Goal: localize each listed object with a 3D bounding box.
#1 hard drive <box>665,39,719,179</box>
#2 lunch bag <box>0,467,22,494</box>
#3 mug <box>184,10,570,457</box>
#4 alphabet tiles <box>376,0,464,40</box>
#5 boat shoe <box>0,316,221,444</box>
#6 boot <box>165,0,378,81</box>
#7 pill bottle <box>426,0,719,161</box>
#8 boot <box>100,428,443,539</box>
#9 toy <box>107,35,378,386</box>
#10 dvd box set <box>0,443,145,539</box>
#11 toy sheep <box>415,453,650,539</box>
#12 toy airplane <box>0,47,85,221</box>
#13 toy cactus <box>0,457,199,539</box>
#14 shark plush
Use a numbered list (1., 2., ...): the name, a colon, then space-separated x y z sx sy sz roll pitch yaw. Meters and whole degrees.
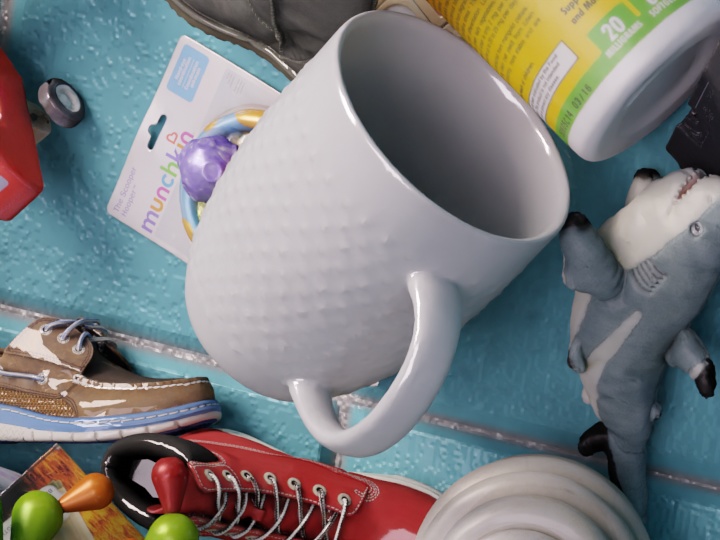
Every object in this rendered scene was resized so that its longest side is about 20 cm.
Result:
1. hard drive: 0.235 -0.020 1.304 0.038 0.140 0.200 -35 76 -16
2. lunch bag: -0.266 0.161 1.541 0.200 0.170 0.127 13 82 25
3. mug: 0.000 0.000 1.351 0.175 0.147 0.200 -46 40 33
4. alphabet tiles: 0.077 -0.183 1.429 0.200 0.008 0.167 -42 77 24
5. boat shoe: -0.173 0.063 1.546 0.199 0.072 0.073 -3 87 23
6. boot: -0.049 -0.176 1.386 0.182 0.200 0.073 33 75 18
7. pill bottle: 0.086 -0.160 1.361 0.200 0.111 0.111 47 113 14
8. boot: -0.034 0.134 1.441 0.200 0.144 0.073 17 92 20
9. toy: -0.053 -0.033 1.488 0.200 0.047 0.115 31 107 20
10. dvd box set: -0.144 0.212 1.407 0.146 0.029 0.200 -42 86 -12
11. toy sheep: 0.086 0.159 1.361 0.137 0.200 0.138 1 98 4
12. toy airplane: -0.258 -0.140 1.526 0.199 0.141 0.201 14 102 25
13. toy cactus: -0.166 0.184 1.355 0.200 0.102 0.165 -16 90 -16
14. shark plush: 0.144 0.041 1.375 0.083 0.091 0.201 19 106 27
